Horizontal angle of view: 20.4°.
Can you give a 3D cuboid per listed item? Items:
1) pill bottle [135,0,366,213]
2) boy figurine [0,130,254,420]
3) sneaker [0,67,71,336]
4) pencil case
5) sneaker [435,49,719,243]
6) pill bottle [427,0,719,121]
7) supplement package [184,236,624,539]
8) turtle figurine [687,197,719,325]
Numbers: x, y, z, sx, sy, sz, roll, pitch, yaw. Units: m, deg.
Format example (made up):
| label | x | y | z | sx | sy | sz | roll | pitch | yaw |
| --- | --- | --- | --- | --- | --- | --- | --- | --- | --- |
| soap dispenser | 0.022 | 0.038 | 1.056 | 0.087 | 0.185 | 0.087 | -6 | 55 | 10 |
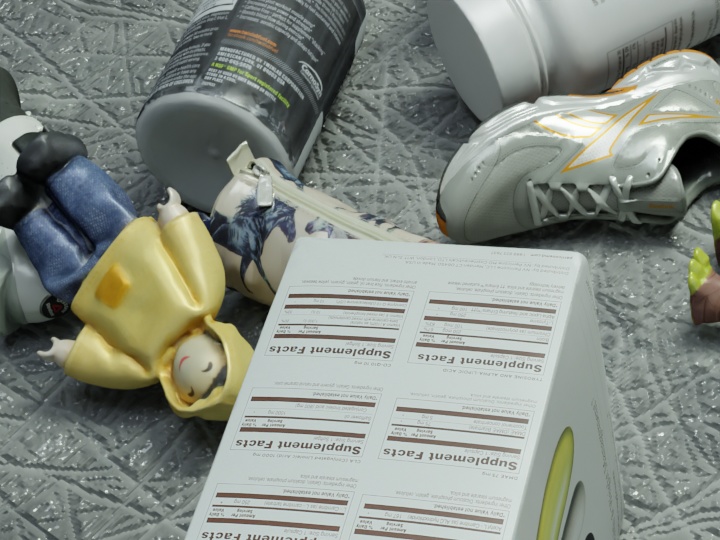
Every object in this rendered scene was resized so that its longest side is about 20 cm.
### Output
| label | x | y | z | sx | sy | sz | roll | pitch | yaw |
| --- | --- | --- | --- | --- | --- | --- | --- | --- | --- |
| pill bottle | -0.059 | -0.137 | 1.270 | 0.105 | 0.107 | 0.201 | 6 | 48 | 20 |
| boy figurine | -0.131 | 0.018 | 1.135 | 0.124 | 0.064 | 0.200 | -44 | 72 | 8 |
| sneaker | -0.197 | -0.051 | 1.249 | 0.088 | 0.074 | 0.201 | -14 | 56 | -2 |
| pencil case | 0.000 | 0.000 | 1.131 | 0.199 | 0.090 | 0.078 | 24 | 58 | 32 |
| sneaker | 0.141 | -0.058 | 1.165 | 0.199 | 0.076 | 0.092 | -25 | 49 | -8 |
| pill bottle | 0.149 | -0.174 | 1.246 | 0.199 | 0.114 | 0.113 | -26 | 45 | -12 |
| supplement package | 0.029 | 0.124 | 0.926 | 0.146 | 0.192 | 0.201 | 3 | 47 | 18 |
| turtle figurine | 0.267 | -0.006 | 1.084 | 0.160 | 0.065 | 0.201 | 5 | 56 | 29 |
